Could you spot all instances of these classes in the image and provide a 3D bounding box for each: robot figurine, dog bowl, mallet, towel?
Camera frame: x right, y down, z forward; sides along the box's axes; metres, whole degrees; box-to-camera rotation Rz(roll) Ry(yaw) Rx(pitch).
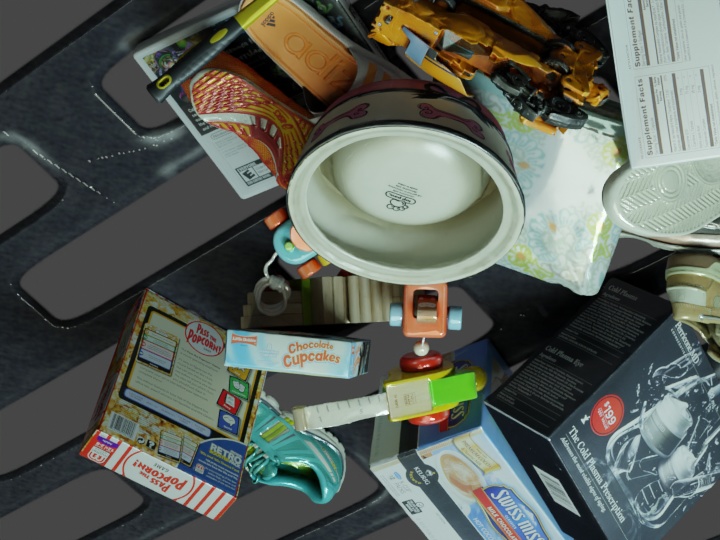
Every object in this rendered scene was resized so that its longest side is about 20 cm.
[{"bbox_3d":[0.112,-0.184,1.337,0.199,0.145,0.058,30,136,-4],"label":"robot figurine"},{"bbox_3d":[0.040,-0.077,1.366,0.199,0.074,0.201,4,141,3],"label":"dog bowl"},{"bbox_3d":[-0.100,-0.216,1.342,0.200,0.066,0.041,-33,166,1],"label":"mallet"},{"bbox_3d":[0.142,-0.087,1.435,0.199,0.048,0.172,20,119,9],"label":"towel"}]

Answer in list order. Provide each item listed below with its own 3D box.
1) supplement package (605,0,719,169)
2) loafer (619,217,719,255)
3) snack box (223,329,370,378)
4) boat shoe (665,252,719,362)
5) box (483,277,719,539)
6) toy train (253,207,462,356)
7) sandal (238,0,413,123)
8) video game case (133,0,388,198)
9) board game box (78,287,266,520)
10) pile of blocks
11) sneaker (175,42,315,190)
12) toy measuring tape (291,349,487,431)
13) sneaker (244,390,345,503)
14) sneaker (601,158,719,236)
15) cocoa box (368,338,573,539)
[{"bbox_3d":[0.303,-0.176,1.264,0.199,0.152,0.151,-8,101,16],"label":"supplement package"},{"bbox_3d":[0.271,-0.059,1.460,0.199,0.072,0.063,6,124,8],"label":"loafer"},{"bbox_3d":[-0.057,0.078,1.564,0.116,0.200,0.037,5,89,5],"label":"snack box"},{"bbox_3d":[0.337,0.050,1.494,0.071,0.076,0.200,-8,156,45],"label":"boat shoe"},{"bbox_3d":[0.247,0.146,1.551,0.104,0.182,0.200,26,155,53],"label":"box"},{"bbox_3d":[0.000,0.000,1.515,0.199,0.056,0.151,7,96,3],"label":"toy train"},{"bbox_3d":[-0.025,-0.157,1.387,0.206,0.059,0.079,35,127,-12],"label":"sandal"},{"bbox_3d":[-0.072,-0.166,1.455,0.199,0.023,0.182,-20,125,26],"label":"video game case"},{"bbox_3d":[-0.177,0.129,1.608,0.151,0.200,0.046,29,130,-14],"label":"board game box"},{"bbox_3d":[-0.019,0.021,1.593,0.199,0.082,0.062,-2,88,0],"label":"pile of blocks"},{"bbox_3d":[-0.080,-0.136,1.431,0.073,0.077,0.200,-39,132,11],"label":"sneaker"},{"bbox_3d":[0.025,0.118,1.550,0.199,0.074,0.074,-11,133,-17],"label":"toy measuring tape"},{"bbox_3d":[-0.104,0.181,1.720,0.199,0.080,0.078,26,130,-11],"label":"sneaker"},{"bbox_3d":[0.267,-0.075,1.383,0.084,0.199,0.075,11,109,55],"label":"sneaker"},{"bbox_3d":[0.119,0.195,1.657,0.131,0.134,0.200,-22,124,24],"label":"cocoa box"}]
